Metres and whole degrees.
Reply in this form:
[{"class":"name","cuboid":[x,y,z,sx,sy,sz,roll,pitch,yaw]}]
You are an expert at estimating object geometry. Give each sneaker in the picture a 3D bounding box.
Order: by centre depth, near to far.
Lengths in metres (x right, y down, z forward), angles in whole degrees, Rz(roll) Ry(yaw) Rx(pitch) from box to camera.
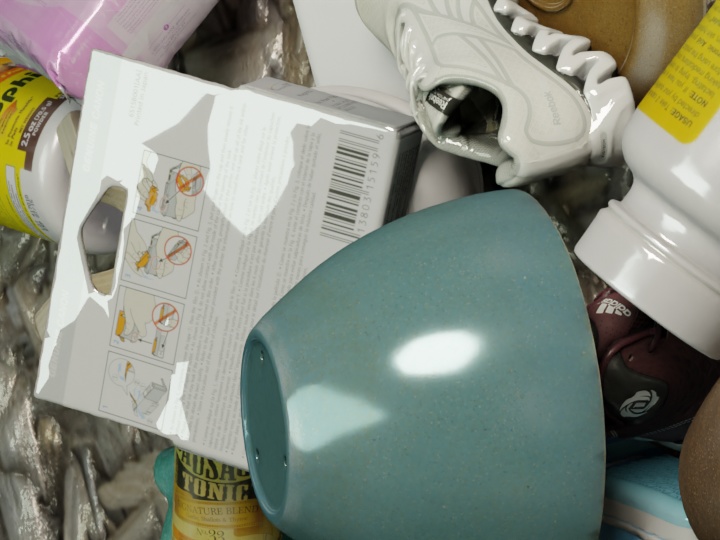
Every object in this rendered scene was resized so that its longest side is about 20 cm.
[{"class":"sneaker","cuboid":[0.154,0.005,1.209,0.076,0.115,0.201,45,125,41]},{"class":"sneaker","cuboid":[0.132,0.156,1.279,0.200,0.079,0.131,17,114,60]},{"class":"sneaker","cuboid":[0.050,-0.105,1.305,0.200,0.081,0.075,39,146,43]}]

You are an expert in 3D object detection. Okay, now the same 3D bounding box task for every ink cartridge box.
[{"class":"ink cartridge box","cuboid":[-0.071,-0.003,1.350,0.173,0.044,0.201,17,107,17]}]

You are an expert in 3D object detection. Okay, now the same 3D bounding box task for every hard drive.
[{"class":"hard drive","cuboid":[0.011,-0.152,1.430,0.132,0.026,0.201,-15,90,52]}]

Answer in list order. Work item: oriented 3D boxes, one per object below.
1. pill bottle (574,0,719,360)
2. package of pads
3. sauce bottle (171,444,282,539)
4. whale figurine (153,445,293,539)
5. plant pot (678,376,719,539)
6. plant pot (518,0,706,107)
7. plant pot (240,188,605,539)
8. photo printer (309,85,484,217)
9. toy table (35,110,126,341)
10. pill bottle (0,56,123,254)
[{"class":"pill bottle","cuboid":[0.183,-0.065,1.122,0.200,0.111,0.111,-53,48,7]},{"class":"package of pads","cuboid":[-0.131,-0.190,1.531,0.200,0.076,0.120,-52,43,-5]},{"class":"sauce bottle","cuboid":[-0.072,0.077,1.427,0.066,0.066,0.201,28,124,48]},{"class":"whale figurine","cuboid":[-0.087,0.185,1.535,0.159,0.103,0.201,-41,61,45]},{"class":"plant pot","cuboid":[0.223,0.075,1.096,0.200,0.186,0.188,153,111,-64]},{"class":"plant pot","cuboid":[0.096,-0.163,1.289,0.200,0.027,0.201,42,147,36]},{"class":"plant pot","cuboid":[0.018,0.066,1.230,0.200,0.134,0.201,175,90,-74]},{"class":"photo printer","cuboid":[0.000,0.000,1.418,0.166,0.069,0.201,14,114,48]},{"class":"toy table","cuboid":[-0.104,-0.010,1.542,0.184,0.117,0.200,-57,49,36]},{"class":"pill bottle","cuboid":[-0.210,-0.079,1.680,0.200,0.109,0.110,16,104,50]}]
